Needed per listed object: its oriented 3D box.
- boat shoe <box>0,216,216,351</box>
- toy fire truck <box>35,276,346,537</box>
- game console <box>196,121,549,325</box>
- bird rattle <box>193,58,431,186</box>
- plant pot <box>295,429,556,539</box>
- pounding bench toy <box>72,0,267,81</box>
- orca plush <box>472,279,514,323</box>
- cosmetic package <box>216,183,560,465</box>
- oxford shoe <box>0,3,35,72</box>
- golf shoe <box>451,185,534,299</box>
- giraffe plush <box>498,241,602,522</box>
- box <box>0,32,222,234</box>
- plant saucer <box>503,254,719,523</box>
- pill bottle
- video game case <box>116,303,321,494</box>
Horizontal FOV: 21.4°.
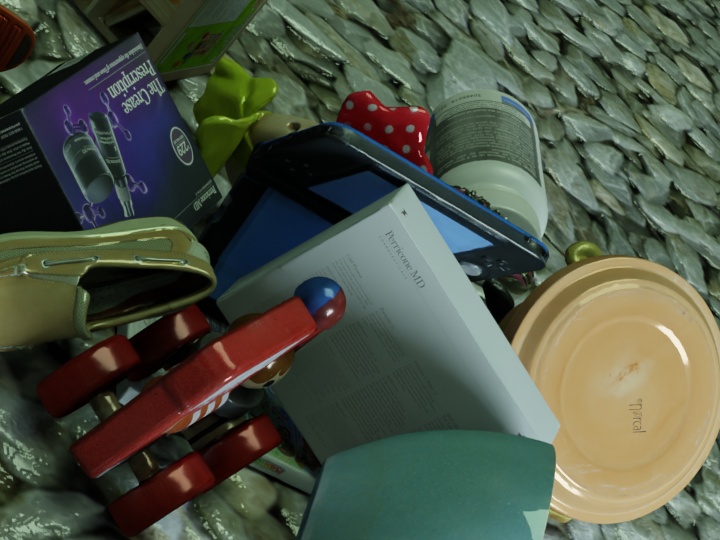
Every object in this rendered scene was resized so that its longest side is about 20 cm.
[{"bbox_3d":[-0.185,0.015,1.171,0.200,0.072,0.076,-17,32,-19],"label":"boat shoe"},{"bbox_3d":[-0.088,0.067,1.187,0.112,0.168,0.200,58,31,3],"label":"toy fire truck"},{"bbox_3d":[0.000,0.000,1.348,0.200,0.171,0.118,29,71,-25],"label":"game console"},{"bbox_3d":[-0.038,-0.084,1.470,0.200,0.163,0.113,8,59,12],"label":"bird rattle"},{"bbox_3d":[0.027,0.183,1.202,0.135,0.200,0.200,19,29,-1],"label":"plant pot"},{"bbox_3d":[-0.151,-0.283,1.596,0.156,0.200,0.124,48,28,9],"label":"pounding bench toy"},{"bbox_3d":[0.064,0.035,1.569,0.200,0.105,0.071,45,59,-30],"label":"orca plush"},{"bbox_3d":[0.019,0.063,1.300,0.200,0.151,0.052,58,27,-8],"label":"cosmetic package"},{"bbox_3d":[-0.329,-0.203,1.389,0.200,0.071,0.073,20,30,-37],"label":"oxford shoe"},{"bbox_3d":[0.058,-0.033,1.616,0.200,0.092,0.073,39,33,13],"label":"golf shoe"},{"bbox_3d":[0.173,0.077,1.486,0.162,0.200,0.173,43,25,-34],"label":"giraffe plush"},{"bbox_3d":[-0.188,-0.066,1.320,0.141,0.079,0.200,66,23,-14],"label":"box"},{"bbox_3d":[0.190,0.089,1.411,0.200,0.200,0.032,29,-7,-25],"label":"plant saucer"},{"bbox_3d":[0.112,-0.071,1.740,0.114,0.114,0.200,33,28,-19],"label":"pill bottle"},{"bbox_3d":[-0.086,0.082,1.359,0.200,0.018,0.143,29,30,-26],"label":"video game case"}]
